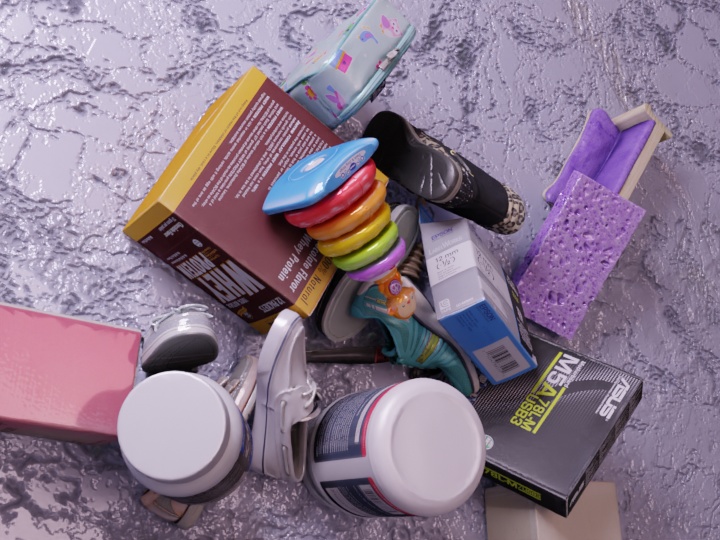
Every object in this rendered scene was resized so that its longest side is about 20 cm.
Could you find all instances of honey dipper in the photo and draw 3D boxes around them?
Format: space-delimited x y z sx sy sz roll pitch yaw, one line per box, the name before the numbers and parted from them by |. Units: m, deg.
honey dipper | 0.074 -0.078 1.344 0.038 0.038 0.200 24 63 -22

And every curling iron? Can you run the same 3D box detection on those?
curling iron | 0.021 0.111 1.269 0.200 0.026 0.050 9 71 -27

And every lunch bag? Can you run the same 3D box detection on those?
lunch bag | -0.025 -0.227 1.224 0.077 0.200 0.161 45 59 -14

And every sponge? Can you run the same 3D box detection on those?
sponge | 0.279 -0.019 1.391 0.111 0.030 0.200 28 95 -19

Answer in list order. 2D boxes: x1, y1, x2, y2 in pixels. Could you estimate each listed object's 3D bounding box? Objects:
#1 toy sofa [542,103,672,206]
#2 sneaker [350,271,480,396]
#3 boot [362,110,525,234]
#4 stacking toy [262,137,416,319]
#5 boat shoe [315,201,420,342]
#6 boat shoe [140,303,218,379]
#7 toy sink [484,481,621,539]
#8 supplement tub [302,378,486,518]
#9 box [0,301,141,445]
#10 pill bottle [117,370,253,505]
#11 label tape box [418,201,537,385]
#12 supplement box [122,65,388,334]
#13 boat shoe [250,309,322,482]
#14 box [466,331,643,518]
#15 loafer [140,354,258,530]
toy sofa | 0.345 -0.145 1.480 0.098 0.083 0.200 42 62 -16
sneaker | 0.064 0.083 1.248 0.080 0.077 0.200 -47 111 -9
boot | 0.100 -0.116 1.304 0.154 0.204 0.074 23 104 -38
stacking toy | 0.003 -0.029 1.106 0.116 0.110 0.200 -44 111 -32
boat shoe | 0.000 0.000 1.268 0.200 0.060 0.076 -52 132 -28
boat shoe | -0.187 0.068 1.064 0.074 0.202 0.065 -7 78 -14
toy sink | 0.234 0.360 1.280 0.130 0.112 0.201 6 70 -28
supplement tub | 0.029 0.197 1.151 0.140 0.200 0.141 7 75 -28
box | -0.328 0.099 1.018 0.200 0.128 0.109 13 73 -25
pill bottle | -0.163 0.159 1.001 0.113 0.200 0.114 0 74 -1
label tape box | 0.137 0.014 1.261 0.143 0.066 0.200 48 26 -39
supplement box | -0.114 -0.072 1.176 0.200 0.133 0.198 38 63 -16
boat shoe | -0.072 0.136 1.131 0.065 0.200 0.074 17 30 16
box | 0.209 0.173 1.275 0.200 0.193 0.048 -47 142 -31
loafer | -0.164 0.172 1.129 0.063 0.072 0.200 29 68 -12
